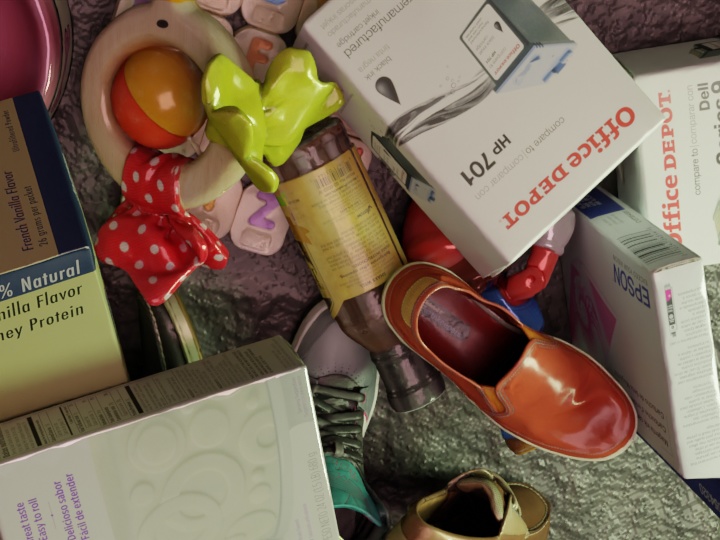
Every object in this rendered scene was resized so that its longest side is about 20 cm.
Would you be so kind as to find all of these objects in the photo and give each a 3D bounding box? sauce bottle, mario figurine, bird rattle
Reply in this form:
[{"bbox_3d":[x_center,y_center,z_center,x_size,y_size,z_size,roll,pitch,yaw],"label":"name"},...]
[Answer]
[{"bbox_3d":[0.000,0.000,1.105,0.064,0.065,0.202,-25,101,-6],"label":"sauce bottle"},{"bbox_3d":[0.102,0.018,1.154,0.123,0.106,0.202,-28,98,-7],"label":"mario figurine"},{"bbox_3d":[-0.112,-0.087,1.044,0.200,0.112,0.164,-39,82,41],"label":"bird rattle"}]

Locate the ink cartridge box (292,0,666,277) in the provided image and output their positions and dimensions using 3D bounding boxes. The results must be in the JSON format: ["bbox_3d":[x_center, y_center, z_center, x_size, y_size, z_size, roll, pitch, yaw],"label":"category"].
[{"bbox_3d":[0.074,-0.119,1.062,0.146,0.086,0.200,-42,89,-10],"label":"ink cartridge box"}]

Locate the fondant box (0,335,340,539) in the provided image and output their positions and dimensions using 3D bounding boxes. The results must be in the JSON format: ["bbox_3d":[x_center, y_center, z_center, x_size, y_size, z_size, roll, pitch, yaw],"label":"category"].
[{"bbox_3d":[-0.119,0.140,0.993,0.198,0.058,0.146,-17,114,-14],"label":"fondant box"}]

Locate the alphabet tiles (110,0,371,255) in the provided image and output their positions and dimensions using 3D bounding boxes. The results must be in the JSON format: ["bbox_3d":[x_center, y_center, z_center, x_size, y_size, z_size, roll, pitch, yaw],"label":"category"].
[{"bbox_3d":[-0.079,-0.114,1.105,0.198,0.015,0.198,16,101,-18],"label":"alphabet tiles"}]

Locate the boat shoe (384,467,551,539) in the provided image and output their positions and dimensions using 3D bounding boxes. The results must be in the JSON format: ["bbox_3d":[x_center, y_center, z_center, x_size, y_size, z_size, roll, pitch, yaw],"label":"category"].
[{"bbox_3d":[0.083,0.181,1.154,0.199,0.075,0.074,-14,134,-57],"label":"boat shoe"}]

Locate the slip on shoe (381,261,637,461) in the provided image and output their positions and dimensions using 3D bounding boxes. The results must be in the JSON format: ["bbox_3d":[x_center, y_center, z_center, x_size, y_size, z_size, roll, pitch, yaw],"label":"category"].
[{"bbox_3d":[0.101,0.065,1.075,0.199,0.061,0.074,36,90,-15],"label":"slip on shoe"}]

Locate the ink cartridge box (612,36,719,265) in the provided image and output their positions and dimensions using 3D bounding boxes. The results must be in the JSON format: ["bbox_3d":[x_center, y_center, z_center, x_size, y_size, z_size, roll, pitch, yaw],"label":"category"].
[{"bbox_3d":[0.283,-0.089,1.154,0.198,0.084,0.148,-9,108,0],"label":"ink cartridge box"}]

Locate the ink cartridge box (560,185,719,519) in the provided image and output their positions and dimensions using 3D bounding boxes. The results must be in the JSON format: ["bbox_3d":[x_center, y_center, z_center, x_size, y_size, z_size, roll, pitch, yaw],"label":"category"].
[{"bbox_3d":[0.191,0.059,1.132,0.043,0.196,0.202,-13,109,-9],"label":"ink cartridge box"}]

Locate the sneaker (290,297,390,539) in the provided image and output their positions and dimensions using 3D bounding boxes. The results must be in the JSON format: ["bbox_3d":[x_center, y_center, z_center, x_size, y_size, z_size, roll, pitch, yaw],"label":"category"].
[{"bbox_3d":[-0.020,0.126,1.136,0.083,0.121,0.202,6,104,-16],"label":"sneaker"}]

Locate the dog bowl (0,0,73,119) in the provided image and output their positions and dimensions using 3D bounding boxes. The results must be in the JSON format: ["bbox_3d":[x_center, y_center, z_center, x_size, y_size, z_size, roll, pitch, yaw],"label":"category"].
[{"bbox_3d":[-0.274,-0.139,1.014,0.198,0.074,0.203,-4,107,-14],"label":"dog bowl"}]

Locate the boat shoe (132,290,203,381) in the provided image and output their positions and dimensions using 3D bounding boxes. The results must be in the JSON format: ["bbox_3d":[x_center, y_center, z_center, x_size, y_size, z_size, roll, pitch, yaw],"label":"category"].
[{"bbox_3d":[-0.134,0.105,1.125,0.064,0.073,0.202,-14,110,-15],"label":"boat shoe"}]

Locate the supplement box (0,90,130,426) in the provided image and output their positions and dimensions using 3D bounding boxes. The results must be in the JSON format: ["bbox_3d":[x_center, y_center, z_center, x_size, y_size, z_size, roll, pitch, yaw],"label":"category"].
[{"bbox_3d":[-0.252,0.032,0.996,0.198,0.135,0.201,-18,141,-9],"label":"supplement box"}]

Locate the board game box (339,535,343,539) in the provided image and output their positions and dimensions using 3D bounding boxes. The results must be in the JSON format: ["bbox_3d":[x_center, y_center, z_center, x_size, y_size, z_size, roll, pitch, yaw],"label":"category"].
[{"bbox_3d":[-0.094,0.213,1.122,0.157,0.039,0.200,33,137,-15],"label":"board game box"}]
